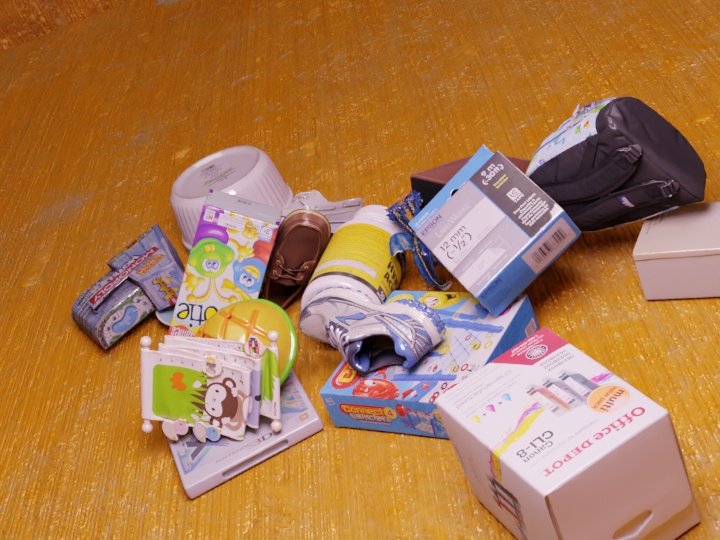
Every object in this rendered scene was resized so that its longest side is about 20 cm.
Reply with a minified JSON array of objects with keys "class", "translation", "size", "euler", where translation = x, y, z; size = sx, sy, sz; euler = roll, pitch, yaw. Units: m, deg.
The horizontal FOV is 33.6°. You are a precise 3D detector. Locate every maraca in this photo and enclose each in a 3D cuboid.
[{"class":"maraca","translation":[-0.167,0.119,1.493],"size":[0.200,0.107,0.137],"euler":[-35,61,7]}]

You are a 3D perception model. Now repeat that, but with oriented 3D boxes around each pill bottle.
[{"class":"pill bottle","translation":[0.000,0.000,1.600],"size":[0.111,0.112,0.200],"euler":[-9,34,25]}]

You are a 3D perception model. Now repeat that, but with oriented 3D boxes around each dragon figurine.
[{"class":"dragon figurine","translation":[0.075,-0.035,1.554],"size":[0.059,0.099,0.200],"euler":[-42,17,21]}]

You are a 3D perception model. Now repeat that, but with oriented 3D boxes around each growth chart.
[{"class":"growth chart","translation":[-0.182,0.142,1.440],"size":[0.199,0.145,0.018],"euler":[-1,14,19]}]

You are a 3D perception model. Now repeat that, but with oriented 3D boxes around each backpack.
[{"class":"backpack","translation":[0.291,-0.123,1.437],"size":[0.200,0.163,0.154],"euler":[-38,24,44]}]

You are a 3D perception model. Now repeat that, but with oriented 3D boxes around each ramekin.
[{"class":"ramekin","translation":[-0.215,-0.117,1.947],"size":[0.199,0.105,0.200],"euler":[-18,31,11]}]

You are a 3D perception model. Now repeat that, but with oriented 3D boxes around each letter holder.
[{"class":"letter holder","translation":[0.188,-0.086,1.616],"size":[0.142,0.101,0.200],"euler":[-23,26,-33]}]

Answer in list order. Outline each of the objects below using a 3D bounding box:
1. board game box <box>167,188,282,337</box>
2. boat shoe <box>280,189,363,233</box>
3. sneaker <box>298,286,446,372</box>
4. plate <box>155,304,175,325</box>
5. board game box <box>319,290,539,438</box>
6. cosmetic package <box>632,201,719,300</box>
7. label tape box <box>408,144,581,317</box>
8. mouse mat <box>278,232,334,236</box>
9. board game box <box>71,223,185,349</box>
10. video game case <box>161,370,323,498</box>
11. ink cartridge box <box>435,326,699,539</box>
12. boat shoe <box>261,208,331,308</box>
[{"class":"board game box","translation":[-0.181,0.009,1.589],"size":[0.104,0.201,0.103],"euler":[16,14,-6]},{"class":"boat shoe","translation":[-0.072,-0.084,1.730],"size":[0.199,0.066,0.072],"euler":[0,-2,-37]},{"class":"sneaker","translation":[-0.003,0.075,1.410],"size":[0.199,0.077,0.085],"euler":[2,43,38]},{"class":"plate","translation":[-0.213,0.029,1.793],"size":[0.199,0.026,0.200],"euler":[-17,30,10]},{"class":"board game box","translation":[0.084,0.107,1.425],"size":[0.195,0.056,0.200],"euler":[1,38,35]},{"class":"cosmetic package","translation":[0.428,-0.026,1.379],"size":[0.199,0.073,0.104],"euler":[-5,34,31]},{"class":"label tape box","translation":[0.145,-0.062,1.433],"size":[0.143,0.066,0.200],"euler":[-45,51,5]},{"class":"mouse mat","translation":[-0.109,-0.047,1.746],"size":[0.199,0.008,0.161],"euler":[0,-2,24]},{"class":"board game box","translation":[-0.338,0.024,1.809],"size":[0.200,0.062,0.200],"euler":[-41,25,-16]},{"class":"video game case","translation":[-0.157,0.184,1.507],"size":[0.182,0.022,0.200],"euler":[-27,30,-7]},{"class":"ink cartridge box","translation":[0.196,0.180,1.141],"size":[0.145,0.145,0.200],"euler":[-31,31,-14]},{"class":"boat shoe","translation":[-0.091,-0.009,1.643],"size":[0.072,0.200,0.068],"euler":[18,53,-10]}]
